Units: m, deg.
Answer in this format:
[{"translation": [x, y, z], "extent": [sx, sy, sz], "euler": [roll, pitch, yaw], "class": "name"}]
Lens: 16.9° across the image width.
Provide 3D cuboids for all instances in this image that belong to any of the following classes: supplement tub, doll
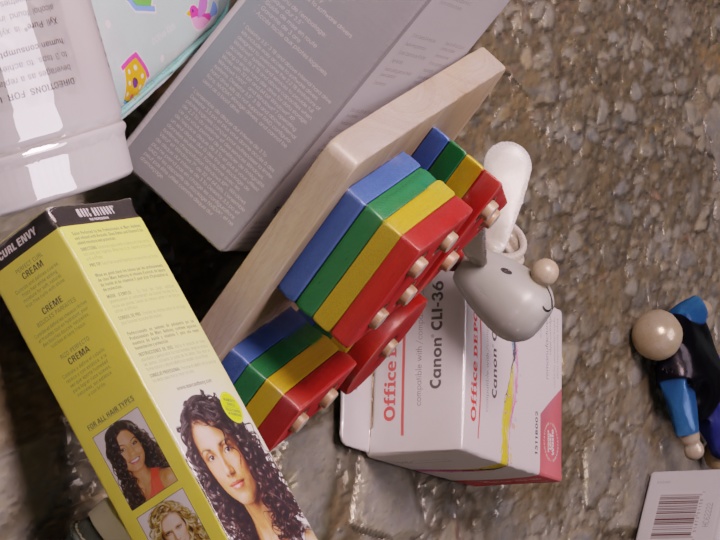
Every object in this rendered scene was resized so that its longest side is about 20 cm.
[{"translation": [-0.179, -0.118, 0.976], "extent": [0.132, 0.132, 0.200], "euler": [-25, 101, -62], "class": "supplement tub"}, {"translation": [0.268, 0.091, 1.934], "extent": [0.200, 0.048, 0.137], "euler": [50, 42, -50], "class": "doll"}]

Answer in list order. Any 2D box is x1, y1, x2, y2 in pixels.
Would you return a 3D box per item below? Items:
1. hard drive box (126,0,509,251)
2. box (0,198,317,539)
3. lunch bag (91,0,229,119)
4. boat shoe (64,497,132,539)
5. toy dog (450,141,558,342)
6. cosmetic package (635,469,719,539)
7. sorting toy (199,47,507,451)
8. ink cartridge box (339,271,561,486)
[{"translation": [-0.012, -0.109, 1.226], "extent": [0.077, 0.200, 0.156], "euler": [42, 11, 10], "class": "hard drive box"}, {"translation": [-0.096, 0.064, 1.129], "extent": [0.200, 0.050, 0.075], "euler": [59, 26, 9], "class": "box"}, {"translation": [-0.142, -0.155, 1.133], "extent": [0.200, 0.077, 0.161], "euler": [-50, 129, -55], "class": "lunch bag"}, {"translation": [-0.101, 0.177, 1.202], "extent": [0.062, 0.073, 0.200], "euler": [-42, 146, -4], "class": "boat shoe"}, {"translation": [0.051, -0.061, 1.409], "extent": [0.200, 0.096, 0.132], "euler": [37, 29, -16], "class": "toy dog"}, {"translation": [0.281, 0.259, 1.908], "extent": [0.200, 0.071, 0.102], "euler": [62, 34, -39], "class": "cosmetic package"}, {"translation": [0.000, 0.000, 1.259], "extent": [0.070, 0.200, 0.199], "euler": [41, 30, 8], "class": "sorting toy"}, {"translation": [0.059, 0.065, 1.504], "extent": [0.200, 0.067, 0.117], "euler": [21, 66, -60], "class": "ink cartridge box"}]
